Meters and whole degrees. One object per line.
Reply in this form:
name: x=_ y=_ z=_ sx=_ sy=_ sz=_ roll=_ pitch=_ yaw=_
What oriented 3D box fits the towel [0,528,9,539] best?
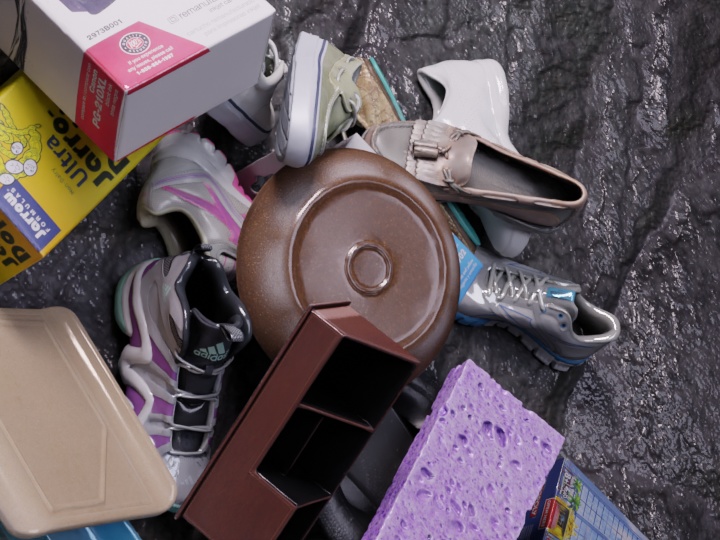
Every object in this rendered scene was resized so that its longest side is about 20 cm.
towel: x=-0.277 y=0.267 z=1.411 sx=0.171 sy=0.048 sz=0.200 roll=-38 pitch=99 yaw=-38

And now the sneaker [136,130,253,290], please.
sneaker: x=-0.105 y=-0.016 z=1.621 sx=0.200 sy=0.081 sz=0.088 roll=40 pitch=56 yaw=-9

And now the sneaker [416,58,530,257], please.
sneaker: x=0.096 y=-0.100 z=1.802 sx=0.088 sy=0.075 sz=0.200 roll=0 pitch=59 yaw=-21

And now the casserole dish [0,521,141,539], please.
casserole dish: x=-0.212 y=0.193 z=1.460 sx=0.200 sy=0.039 sz=0.121 roll=56 pitch=15 yaw=-5

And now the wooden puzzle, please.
wooden puzzle: x=-0.233 y=0.107 z=1.443 sx=0.185 sy=0.037 sz=0.200 roll=57 pitch=21 yaw=14

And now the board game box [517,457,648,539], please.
board game box: x=0.209 y=0.300 z=1.751 sx=0.200 sy=0.062 sz=0.200 roll=32 pitch=58 yaw=-23

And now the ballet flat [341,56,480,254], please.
ballet flat: x=0.030 y=-0.089 z=1.756 sx=0.065 sy=0.071 sz=0.200 roll=-31 pitch=86 yaw=3

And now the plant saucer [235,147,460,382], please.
plant saucer: x=0.000 y=0.000 z=1.579 sx=0.200 sy=0.037 sz=0.201 roll=3 pitch=83 yaw=-27

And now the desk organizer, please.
desk organizer: x=-0.047 y=0.126 z=1.509 sx=0.077 sy=0.200 sz=0.072 roll=38 pitch=16 yaw=18

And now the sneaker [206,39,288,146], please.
sneaker: x=-0.089 y=-0.149 z=1.610 sx=0.071 sy=0.200 sz=0.073 roll=-36 pitch=85 yaw=5

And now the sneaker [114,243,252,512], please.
sneaker: x=-0.126 y=0.078 z=1.525 sx=0.078 sy=0.140 sz=0.201 roll=-3 pitch=78 yaw=-38

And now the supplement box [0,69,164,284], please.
supplement box: x=-0.239 y=-0.094 z=1.522 sx=0.109 sy=0.109 sz=0.200 roll=48 pitch=53 yaw=-12

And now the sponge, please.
sponge: x=0.081 y=0.179 z=1.593 sx=0.112 sy=0.030 sz=0.200 roll=41 pitch=54 yaw=-15

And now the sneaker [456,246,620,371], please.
sneaker: x=0.148 y=0.021 z=1.786 sx=0.200 sy=0.087 sz=0.075 roll=24 pitch=63 yaw=-26

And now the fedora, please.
fedora: x=0.011 y=0.170 z=1.628 sx=0.200 sy=0.092 sz=0.201 roll=14 pitch=64 yaw=-30

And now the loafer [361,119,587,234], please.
loafer: x=0.099 y=-0.088 z=1.705 sx=0.199 sy=0.063 sz=0.072 roll=18 pitch=69 yaw=-18

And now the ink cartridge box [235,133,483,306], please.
ink cartridge box: x=-0.010 y=-0.037 z=1.668 sx=0.200 sy=0.115 sz=0.068 roll=46 pitch=54 yaw=-15

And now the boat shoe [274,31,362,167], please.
boat shoe: x=-0.029 y=-0.138 z=1.594 sx=0.062 sy=0.072 sz=0.200 roll=13 pitch=28 yaw=-4

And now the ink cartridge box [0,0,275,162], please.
ink cartridge box: x=-0.184 y=-0.197 z=1.468 sx=0.145 sy=0.084 sz=0.200 roll=-33 pitch=67 yaw=-32
